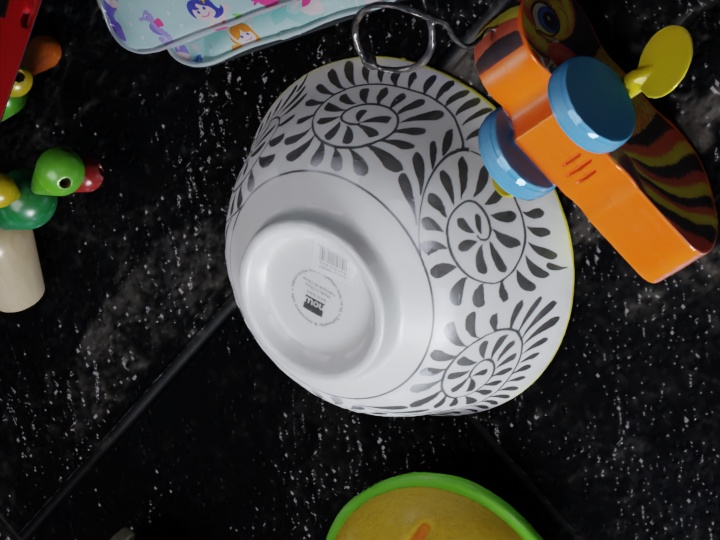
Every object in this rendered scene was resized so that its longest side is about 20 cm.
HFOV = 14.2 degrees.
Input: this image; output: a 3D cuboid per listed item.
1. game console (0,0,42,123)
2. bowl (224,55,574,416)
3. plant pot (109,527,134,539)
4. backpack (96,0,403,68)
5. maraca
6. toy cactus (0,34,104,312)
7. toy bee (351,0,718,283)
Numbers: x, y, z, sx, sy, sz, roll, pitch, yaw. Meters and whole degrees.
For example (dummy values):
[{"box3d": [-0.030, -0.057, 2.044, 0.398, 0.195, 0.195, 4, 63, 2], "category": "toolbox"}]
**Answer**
[{"box3d": [-0.260, -0.109, 1.557, 0.200, 0.177, 0.031, -11, 144, 31], "category": "game console"}, {"box3d": [0.000, 0.000, 1.474, 0.201, 0.094, 0.201, 15, 120, 28], "category": "bowl"}, {"box3d": [-0.117, 0.280, 1.641, 0.183, 0.200, 0.201, 35, 128, 3], "category": "plant pot"}, {"box3d": [-0.061, -0.207, 1.392, 0.177, 0.151, 0.200, -14, 98, 40], "category": "backpack"}, {"box3d": [0.056, 0.198, 1.516, 0.137, 0.107, 0.200, -22, 99, 29], "category": "maraca"}, {"box3d": [-0.216, -0.054, 1.618, 0.200, 0.102, 0.165, 7, 133, 30], "category": "toy cactus"}, {"box3d": [0.100, -0.093, 1.370, 0.131, 0.109, 0.200, -11, 129, 30], "category": "toy bee"}]
